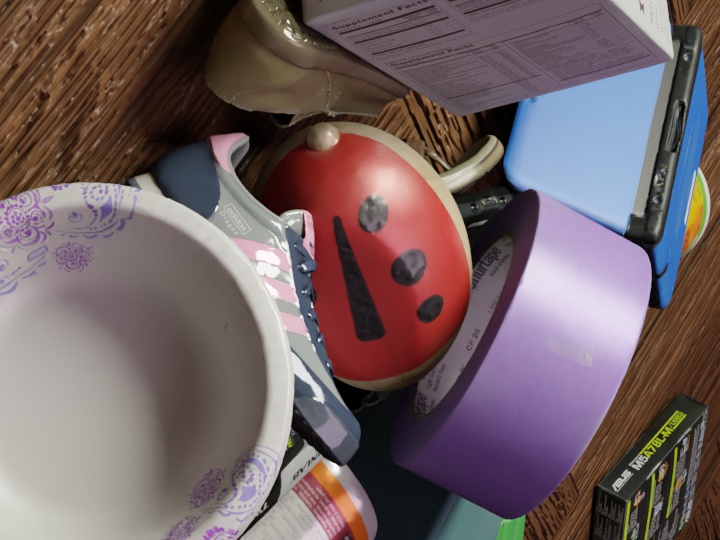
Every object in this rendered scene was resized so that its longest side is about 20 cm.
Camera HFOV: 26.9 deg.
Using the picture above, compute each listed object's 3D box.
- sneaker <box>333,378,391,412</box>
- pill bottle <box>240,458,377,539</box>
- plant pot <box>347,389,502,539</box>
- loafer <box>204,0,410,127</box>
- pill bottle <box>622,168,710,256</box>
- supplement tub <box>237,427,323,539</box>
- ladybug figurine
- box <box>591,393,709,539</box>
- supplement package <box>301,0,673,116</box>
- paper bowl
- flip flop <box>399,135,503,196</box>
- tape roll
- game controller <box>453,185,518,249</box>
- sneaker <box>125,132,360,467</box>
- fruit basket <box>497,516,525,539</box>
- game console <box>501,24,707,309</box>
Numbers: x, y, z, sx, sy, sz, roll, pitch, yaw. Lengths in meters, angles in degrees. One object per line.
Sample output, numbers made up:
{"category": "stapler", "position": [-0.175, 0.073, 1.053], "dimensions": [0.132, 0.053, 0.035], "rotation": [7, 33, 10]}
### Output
{"category": "sneaker", "position": [-0.004, 0.072, 1.058], "dimensions": [0.199, 0.082, 0.075], "rotation": [-18, 125, -52]}
{"category": "pill bottle", "position": [-0.092, 0.196, 0.972], "dimensions": [0.200, 0.109, 0.110], "rotation": [-40, 142, -24]}
{"category": "plant pot", "position": [0.032, 0.169, 1.135], "dimensions": [0.201, 0.140, 0.142], "rotation": [-56, 149, -27]}
{"category": "loafer", "position": [-0.033, -0.125, 0.892], "dimensions": [0.067, 0.076, 0.200], "rotation": [-36, 164, 18]}
{"category": "pill bottle", "position": [0.209, -0.049, 1.277], "dimensions": [0.199, 0.111, 0.112], "rotation": [-12, 121, -54]}
{"category": "supplement tub", "position": [-0.114, 0.115, 0.877], "dimensions": [0.200, 0.122, 0.123], "rotation": [-42, 142, -35]}
{"category": "ladybug figurine", "position": [0.000, 0.000, 0.923], "dimensions": [0.072, 0.135, 0.201], "rotation": [-91, 163, -52]}
{"category": "box", "position": [0.336, 0.274, 1.770], "dimensions": [0.193, 0.047, 0.201], "rotation": [-37, 140, -35]}
{"category": "supplement package", "position": [0.073, -0.201, 0.869], "dimensions": [0.200, 0.150, 0.153], "rotation": [19, 63, -59]}
{"category": "paper bowl", "position": [-0.133, 0.065, 0.751], "dimensions": [0.201, 0.200, 0.104], "rotation": [-57, 176, -14]}
{"category": "flip flop", "position": [0.019, -0.058, 1.027], "dimensions": [0.199, 0.058, 0.081], "rotation": [-25, 174, -31]}
{"category": "tape roll", "position": [0.101, 0.054, 0.984], "dimensions": [0.201, 0.084, 0.200], "rotation": [-61, -171, 16]}
{"category": "game controller", "position": [0.052, -0.021, 1.065], "dimensions": [0.104, 0.042, 0.200], "rotation": [-47, 168, 22]}
{"category": "sneaker", "position": [-0.046, 0.010, 0.836], "dimensions": [0.082, 0.201, 0.070], "rotation": [-34, 174, -13]}
{"category": "fruit basket", "position": [0.062, 0.290, 1.312], "dimensions": [0.185, 0.093, 0.201], "rotation": [1, 117, -63]}
{"category": "game console", "position": [0.197, -0.098, 1.178], "dimensions": [0.171, 0.117, 0.201], "rotation": [65, 37, -56]}
